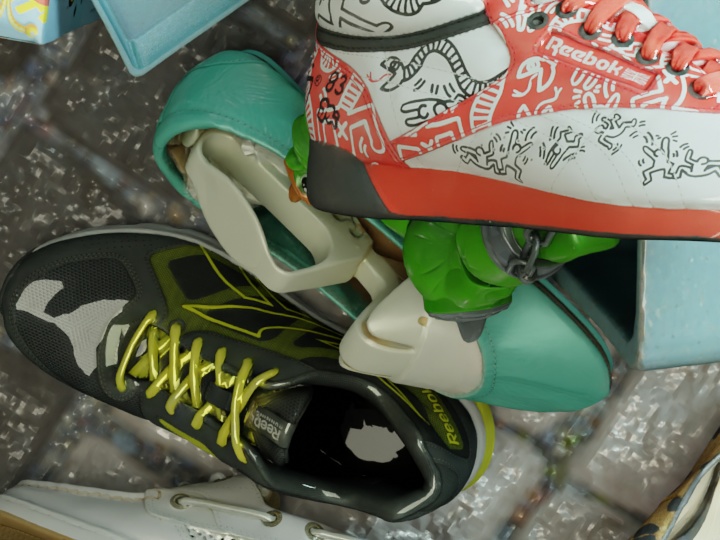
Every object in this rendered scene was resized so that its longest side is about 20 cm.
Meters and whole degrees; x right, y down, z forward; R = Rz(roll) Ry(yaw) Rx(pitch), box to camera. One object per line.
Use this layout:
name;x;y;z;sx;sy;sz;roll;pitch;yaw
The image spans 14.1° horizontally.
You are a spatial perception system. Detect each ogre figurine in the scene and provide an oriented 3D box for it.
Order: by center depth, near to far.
ogre figurine;0.031;-0.062;1.019;0.200;0.098;0.120;49;143;22

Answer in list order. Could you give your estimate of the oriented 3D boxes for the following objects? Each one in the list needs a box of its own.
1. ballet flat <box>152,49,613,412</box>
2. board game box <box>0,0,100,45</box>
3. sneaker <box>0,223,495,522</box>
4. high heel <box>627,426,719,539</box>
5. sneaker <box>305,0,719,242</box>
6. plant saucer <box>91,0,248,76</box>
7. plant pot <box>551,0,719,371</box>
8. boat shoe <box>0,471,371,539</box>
ballet flat;0.000;0.000;1.084;0.200;0.070;0.067;40;144;10
board game box;-0.139;-0.193;1.062;0.103;0.105;0.201;10;101;5
sneaker;-0.044;0.037;1.105;0.199;0.085;0.075;18;101;3
high heel;0.145;0.100;1.065;0.200;0.143;0.071;-36;95;12
sneaker;0.069;-0.067;0.876;0.201;0.067;0.108;5;97;34
plant saucer;-0.016;-0.152;1.054;0.200;0.019;0.070;-35;136;-8
plant pot;0.176;-0.080;1.011;0.199;0.196;0.196;0;101;-5
boat shoe;-0.050;0.113;1.133;0.200;0.071;0.069;16;58;17
